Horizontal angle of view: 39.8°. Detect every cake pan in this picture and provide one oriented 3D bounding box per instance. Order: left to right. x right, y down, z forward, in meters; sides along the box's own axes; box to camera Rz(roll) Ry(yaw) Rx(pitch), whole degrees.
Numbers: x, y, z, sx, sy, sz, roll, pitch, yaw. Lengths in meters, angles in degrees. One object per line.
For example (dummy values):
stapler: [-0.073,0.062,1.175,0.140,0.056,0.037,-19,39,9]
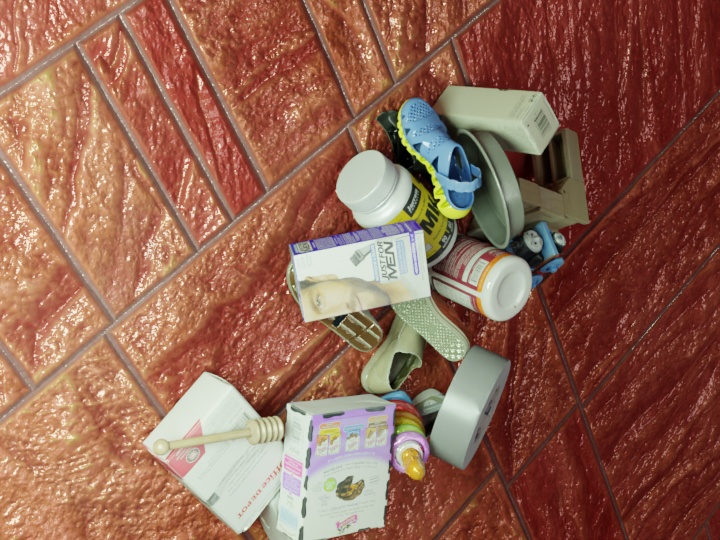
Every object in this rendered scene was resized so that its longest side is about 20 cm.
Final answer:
cake pan: [0.205,-0.134,1.576,0.036,0.200,0.201,-21,119,-8]

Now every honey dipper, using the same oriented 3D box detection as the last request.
honey dipper: [-0.197,0.234,1.388,0.199,0.038,0.038,-3,105,-40]

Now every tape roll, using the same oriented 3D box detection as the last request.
tape roll: [0.184,0.229,1.665,0.201,0.066,0.201,-58,163,-29]

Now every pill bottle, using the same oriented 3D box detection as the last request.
pill bottle: [0.057,-0.096,1.571,0.200,0.114,0.115,38,78,-42]
pill bottle: [0.178,0.002,1.644,0.109,0.199,0.110,-17,118,-34]

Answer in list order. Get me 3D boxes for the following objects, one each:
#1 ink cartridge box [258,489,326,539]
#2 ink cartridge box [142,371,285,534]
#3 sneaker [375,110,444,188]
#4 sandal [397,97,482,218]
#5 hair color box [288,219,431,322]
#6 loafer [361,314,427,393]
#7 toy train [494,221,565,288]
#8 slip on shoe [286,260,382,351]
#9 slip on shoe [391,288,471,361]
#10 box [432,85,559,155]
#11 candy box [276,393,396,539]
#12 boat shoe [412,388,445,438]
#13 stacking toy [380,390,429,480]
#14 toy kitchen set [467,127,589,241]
ink cartridge box: [-0.072,0.348,1.613,0.200,0.087,0.146,-36,124,-26]
ink cartridge box: [-0.203,0.272,1.475,0.146,0.085,0.200,-49,128,-19]
sneaker: [0.099,-0.179,1.623,0.104,0.060,0.201,-33,118,-30]
sandal: [0.131,-0.183,1.541,0.079,0.087,0.201,-33,92,-27]
hair color box: [0.000,0.000,1.493,0.198,0.065,0.110,-11,111,-6]
loafer: [0.081,0.130,1.693,0.076,0.068,0.201,44,74,-40]
toy train: [0.266,-0.009,1.741,0.114,0.200,0.087,4,58,-42]
slip on shoe: [-0.044,0.048,1.567,0.200,0.061,0.076,41,96,-23]
slip on shoe: [0.111,0.064,1.657,0.200,0.074,0.061,47,30,1]
box: [0.214,-0.244,1.604,0.069,0.199,0.082,-55,133,-18]
candy box: [-0.036,0.301,1.524,0.167,0.071,0.202,0,100,-39]
boat shoe: [0.088,0.282,1.748,0.201,0.065,0.075,-31,122,-31]
stacking toy: [0.069,0.284,1.599,0.109,0.200,0.117,-23,106,-7]
toy kitchen set: [0.274,-0.159,1.766,0.199,0.163,0.182,13,67,-43]
